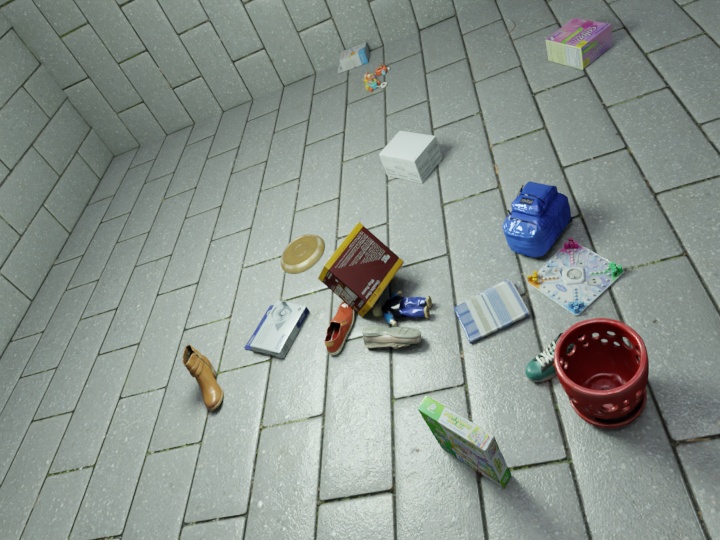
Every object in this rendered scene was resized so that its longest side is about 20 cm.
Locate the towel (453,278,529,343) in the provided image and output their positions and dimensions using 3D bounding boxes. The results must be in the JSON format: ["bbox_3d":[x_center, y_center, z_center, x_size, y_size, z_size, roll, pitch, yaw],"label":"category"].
[{"bbox_3d":[0.383,0.118,1.619,0.195,0.024,0.149,-27,43,7],"label":"towel"}]

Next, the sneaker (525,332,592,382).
[{"bbox_3d":[0.504,0.207,1.414,0.196,0.081,0.072,-32,41,-1],"label":"sneaker"}]

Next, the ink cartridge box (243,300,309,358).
[{"bbox_3d":[-0.300,0.198,1.931,0.195,0.041,0.203,5,52,34],"label":"ink cartridge box"}]

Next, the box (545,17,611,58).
[{"bbox_3d":[0.904,-0.944,2.288,0.174,0.098,0.200,-37,42,-8],"label":"box"}]

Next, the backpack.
[{"bbox_3d":[0.526,-0.158,1.696,0.160,0.169,0.202,18,63,48],"label":"backpack"}]

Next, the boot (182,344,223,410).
[{"bbox_3d":[-0.525,0.350,1.827,0.075,0.157,0.203,-25,41,3],"label":"boot"}]

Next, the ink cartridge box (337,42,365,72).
[{"bbox_3d":[-0.051,-1.204,3.129,0.194,0.069,0.118,-13,44,19],"label":"ink cartridge box"}]

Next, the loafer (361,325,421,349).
[{"bbox_3d":[0.097,0.209,1.682,0.194,0.065,0.072,1,16,28],"label":"loafer"}]

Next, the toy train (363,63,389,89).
[{"bbox_3d":[0.081,-1.014,2.876,0.146,0.056,0.204,-16,43,16],"label":"toy train"}]

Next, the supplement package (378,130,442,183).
[{"bbox_3d":[0.203,-0.460,2.222,0.197,0.112,0.157,22,62,42],"label":"supplement package"}]

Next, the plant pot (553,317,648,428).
[{"bbox_3d":[0.555,0.244,1.270,0.194,0.185,0.205,-15,43,15],"label":"plant pot"}]

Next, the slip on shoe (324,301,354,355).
[{"bbox_3d":[-0.069,0.176,1.801,0.072,0.062,0.204,-4,46,29],"label":"slip on shoe"}]

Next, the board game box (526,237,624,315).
[{"bbox_3d":[0.612,0.010,1.585,0.198,0.026,0.200,-39,41,-9],"label":"board game box"}]

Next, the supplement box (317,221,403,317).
[{"bbox_3d":[0.000,0.000,1.801,0.198,0.133,0.199,39,67,1],"label":"supplement box"}]

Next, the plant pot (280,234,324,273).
[{"bbox_3d":[-0.232,-0.073,2.166,0.194,0.028,0.204,-16,44,15],"label":"plant pot"}]

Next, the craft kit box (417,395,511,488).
[{"bbox_3d":[0.244,0.400,1.292,0.197,0.200,0.049,23,60,43],"label":"craft kit box"}]

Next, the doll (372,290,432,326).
[{"bbox_3d":[0.125,0.122,1.747,0.194,0.049,0.139,-4,47,27],"label":"doll"}]
